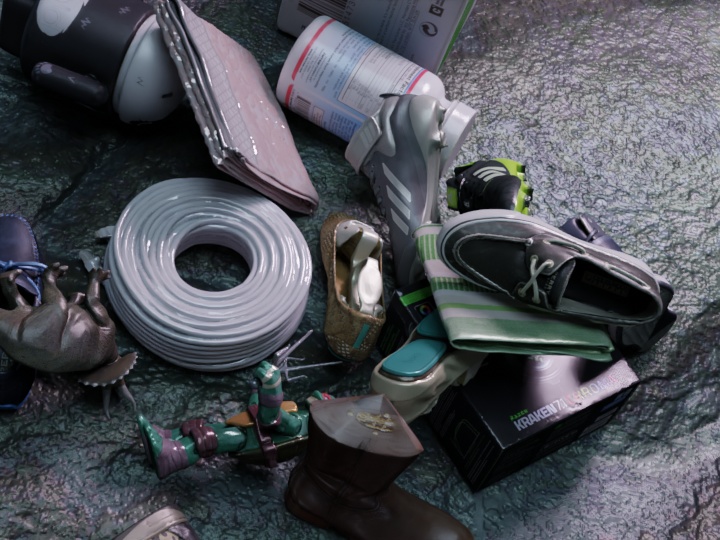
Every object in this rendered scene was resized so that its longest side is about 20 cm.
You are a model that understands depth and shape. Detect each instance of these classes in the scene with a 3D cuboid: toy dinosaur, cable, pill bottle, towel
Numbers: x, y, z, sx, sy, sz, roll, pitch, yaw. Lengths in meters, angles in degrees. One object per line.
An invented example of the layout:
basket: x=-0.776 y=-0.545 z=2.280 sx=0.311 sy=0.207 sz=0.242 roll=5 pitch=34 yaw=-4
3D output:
toy dinosaur: x=-0.261 y=0.050 z=1.091 sx=0.200 sy=0.077 sz=0.103 roll=23 pitch=47 yaw=-46
cable: x=-0.144 y=-0.001 z=1.221 sx=0.200 sy=0.069 sz=0.200 roll=-23 pitch=65 yaw=-28
pill bottle: x=0.019 y=-0.182 z=1.367 sx=0.200 sy=0.109 sz=0.109 roll=30 pitch=54 yaw=6
towel: x=-0.121 y=-0.165 z=1.279 sx=0.032 sy=0.191 sz=0.200 roll=-29 pitch=68 yaw=15
towel: x=0.132 y=0.016 z=1.154 sx=0.152 sy=0.023 sz=0.200 roll=5 pitch=31 yaw=-13

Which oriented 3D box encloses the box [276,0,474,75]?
box: x=0.041 y=-0.348 z=1.431 sx=0.200 sy=0.199 sz=0.172 roll=25 pitch=53 yaw=1

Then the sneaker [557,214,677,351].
sneaker: x=0.238 y=0.004 z=1.261 sx=0.077 sy=0.202 sz=0.146 roll=-42 pitch=71 yaw=3

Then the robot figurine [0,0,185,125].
robot figurine: x=-0.270 y=-0.228 z=1.314 sx=0.200 sy=0.125 sz=0.151 roll=24 pitch=77 yaw=2

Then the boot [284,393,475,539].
boot: x=0.032 y=0.177 z=1.064 sx=0.186 sy=0.200 sz=0.064 roll=16 pitch=54 yaw=-3

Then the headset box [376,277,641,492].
headset box: x=0.135 y=0.080 z=1.227 sx=0.174 sy=0.093 sz=0.200 roll=-20 pitch=63 yaw=-27

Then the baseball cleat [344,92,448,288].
baseball cleat: x=0.034 y=-0.080 z=1.297 sx=0.106 sy=0.070 sz=0.201 roll=7 pitch=90 yaw=15

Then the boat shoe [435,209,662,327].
boat shoe: x=0.162 y=-0.001 z=1.091 sx=0.199 sy=0.071 sz=0.064 roll=14 pitch=19 yaw=0

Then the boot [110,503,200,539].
boot: x=-0.176 y=0.296 z=1.009 sx=0.151 sy=0.073 sz=0.200 roll=43 pitch=51 yaw=15

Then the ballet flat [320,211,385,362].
ballet flat: x=0.000 y=0.000 z=1.241 sx=0.070 sy=0.065 sz=0.200 roll=17 pitch=41 yaw=-22

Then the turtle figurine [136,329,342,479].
turtle figurine: x=-0.091 y=0.126 z=1.118 sx=0.199 sy=0.150 sz=0.101 roll=-17 pitch=79 yaw=-16

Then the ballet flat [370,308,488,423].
ballet flat: x=0.067 y=0.080 z=1.108 sx=0.069 sy=0.070 sz=0.200 roll=41 pitch=35 yaw=14

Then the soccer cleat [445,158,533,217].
soccer cleat: x=0.122 y=-0.065 z=1.211 sx=0.081 sy=0.068 sz=0.200 roll=-2 pitch=16 yaw=4

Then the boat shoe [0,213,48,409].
boat shoe: x=-0.313 y=0.026 z=1.156 sx=0.084 sy=0.069 sz=0.200 roll=-5 pitch=58 yaw=-18
